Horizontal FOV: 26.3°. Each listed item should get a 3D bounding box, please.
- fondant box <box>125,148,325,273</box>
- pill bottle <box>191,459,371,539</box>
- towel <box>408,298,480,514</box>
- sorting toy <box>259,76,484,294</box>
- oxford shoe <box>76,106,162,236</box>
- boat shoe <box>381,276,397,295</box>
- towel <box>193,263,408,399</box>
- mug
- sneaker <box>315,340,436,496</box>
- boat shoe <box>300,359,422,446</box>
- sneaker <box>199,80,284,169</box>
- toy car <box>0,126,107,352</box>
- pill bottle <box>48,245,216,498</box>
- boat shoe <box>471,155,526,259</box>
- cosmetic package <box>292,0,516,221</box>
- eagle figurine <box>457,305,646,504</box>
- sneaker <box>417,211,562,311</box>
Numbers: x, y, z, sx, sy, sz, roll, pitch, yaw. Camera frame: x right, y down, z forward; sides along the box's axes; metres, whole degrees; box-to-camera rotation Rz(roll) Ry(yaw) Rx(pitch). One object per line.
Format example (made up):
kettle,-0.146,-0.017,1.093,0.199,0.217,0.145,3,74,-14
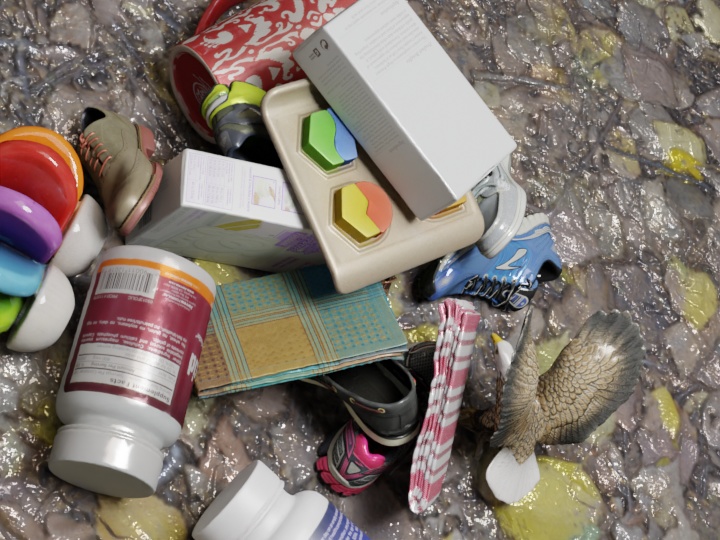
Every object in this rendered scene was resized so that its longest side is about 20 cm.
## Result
fondant box,-0.107,-0.051,1.479,0.199,0.144,0.059,9,72,-28
pill bottle,-0.047,0.268,1.372,0.200,0.120,0.120,43,51,-6
towel,0.077,0.127,1.475,0.030,0.146,0.202,12,89,10
sorting toy,0.017,-0.098,1.457,0.184,0.036,0.201,-21,88,-33
oxford shoe,-0.233,-0.094,1.430,0.075,0.071,0.200,32,13,-24
boat shoe,0.000,0.000,1.561,0.072,0.072,0.202,17,68,-26
towel,-0.068,0.052,1.452,0.198,0.022,0.147,-12,40,-9
mug,-0.099,-0.221,1.603,0.199,0.177,0.134,-30,116,-28
sneaker,0.039,0.142,1.521,0.081,0.075,0.200,43,51,-6
boat shoe,-0.018,0.084,1.474,0.073,0.063,0.201,-33,53,-27
sneaker,-0.065,-0.112,1.504,0.199,0.074,0.081,16,44,-30
toy car,-0.309,-0.040,1.348,0.174,0.150,0.201,30,54,-16
pill bottle,-0.203,0.090,1.364,0.114,0.114,0.201,22,65,-21
boat shoe,0.123,-0.088,1.601,0.064,0.074,0.203,28,34,-22
cosmetic package,0.041,-0.157,1.433,0.102,0.074,0.201,-39,95,-33
eagle figurine,0.171,0.121,1.534,0.151,0.200,0.152,42,51,-7
sneaker,0.148,0.001,1.661,0.199,0.079,0.090,-18,74,-37
